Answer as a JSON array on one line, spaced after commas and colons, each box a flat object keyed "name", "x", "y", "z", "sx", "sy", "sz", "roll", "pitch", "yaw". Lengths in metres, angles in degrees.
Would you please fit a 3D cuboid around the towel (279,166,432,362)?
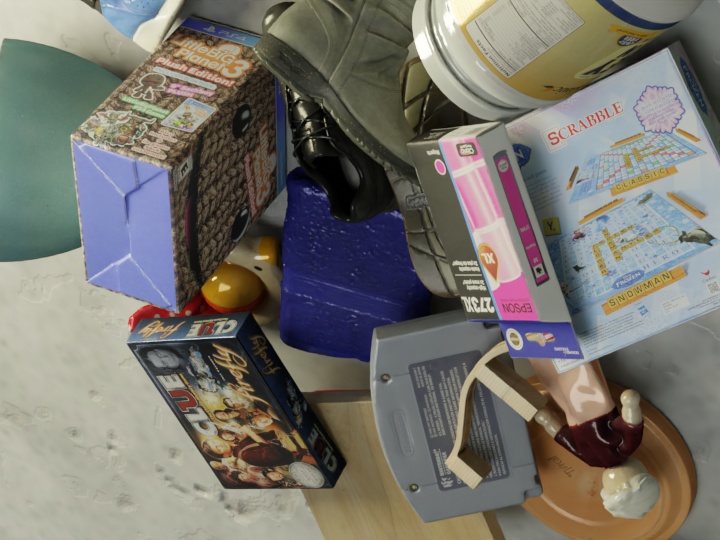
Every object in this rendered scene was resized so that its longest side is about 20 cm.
[{"name": "towel", "x": 0.000, "y": 0.000, "z": 1.826, "sx": 0.147, "sy": 0.050, "sz": 0.201, "roll": 15, "pitch": 132, "yaw": 13}]

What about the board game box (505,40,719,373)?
[{"name": "board game box", "x": 0.202, "y": -0.047, "z": 1.577, "sx": 0.199, "sy": 0.041, "sz": 0.200, "roll": -24, "pitch": 94, "yaw": 27}]

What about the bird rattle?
[{"name": "bird rattle", "x": -0.145, "y": 0.017, "z": 1.898, "sx": 0.162, "sy": 0.113, "sz": 0.201, "roll": 5, "pitch": 133, "yaw": 9}]

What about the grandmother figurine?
[{"name": "grandmother figurine", "x": 0.204, "y": 0.125, "z": 1.753, "sx": 0.121, "sy": 0.060, "sz": 0.201, "roll": -15, "pitch": 102, "yaw": 61}]

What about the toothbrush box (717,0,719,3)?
[{"name": "toothbrush box", "x": 0.373, "y": -0.164, "z": 1.416, "sx": 0.145, "sy": 0.086, "sz": 0.200, "roll": -26, "pitch": 107, "yaw": 43}]

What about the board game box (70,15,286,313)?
[{"name": "board game box", "x": -0.151, "y": -0.092, "z": 1.732, "sx": 0.096, "sy": 0.200, "sz": 0.160, "roll": 17, "pitch": 133, "yaw": 19}]

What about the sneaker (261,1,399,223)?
[{"name": "sneaker", "x": -0.028, "y": -0.131, "z": 1.687, "sx": 0.076, "sy": 0.091, "sz": 0.201, "roll": -27, "pitch": 94, "yaw": 36}]

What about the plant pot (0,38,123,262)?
[{"name": "plant pot", "x": -0.257, "y": -0.105, "z": 1.821, "sx": 0.134, "sy": 0.201, "sz": 0.201, "roll": 2, "pitch": 132, "yaw": -5}]

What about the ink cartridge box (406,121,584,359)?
[{"name": "ink cartridge box", "x": 0.105, "y": -0.016, "z": 1.580, "sx": 0.095, "sy": 0.037, "sz": 0.201, "roll": -2, "pitch": 114, "yaw": 56}]

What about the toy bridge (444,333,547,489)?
[{"name": "toy bridge", "x": 0.128, "y": 0.099, "z": 1.735, "sx": 0.067, "sy": 0.027, "sz": 0.200, "roll": 40, "pitch": 123, "yaw": 9}]

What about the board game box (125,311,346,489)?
[{"name": "board game box", "x": -0.115, "y": 0.125, "z": 1.889, "sx": 0.135, "sy": 0.035, "sz": 0.200, "roll": -5, "pitch": 130, "yaw": 36}]

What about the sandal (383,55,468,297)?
[{"name": "sandal", "x": 0.067, "y": -0.079, "z": 1.682, "sx": 0.081, "sy": 0.055, "sz": 0.201, "roll": -12, "pitch": 94, "yaw": 23}]

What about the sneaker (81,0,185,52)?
[{"name": "sneaker", "x": -0.183, "y": -0.275, "z": 1.691, "sx": 0.111, "sy": 0.077, "sz": 0.200, "roll": 31, "pitch": 143, "yaw": -6}]

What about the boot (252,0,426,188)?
[{"name": "boot", "x": 0.023, "y": -0.165, "z": 1.619, "sx": 0.200, "sy": 0.131, "sz": 0.068, "roll": 41, "pitch": 180, "yaw": -6}]

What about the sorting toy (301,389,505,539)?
[{"name": "sorting toy", "x": 0.035, "y": 0.185, "z": 1.934, "sx": 0.198, "sy": 0.070, "sz": 0.201, "roll": -4, "pitch": 122, "yaw": 35}]

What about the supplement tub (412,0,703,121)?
[{"name": "supplement tub", "x": 0.145, "y": -0.208, "z": 1.485, "sx": 0.144, "sy": 0.145, "sz": 0.200, "roll": 47, "pitch": 136, "yaw": -9}]

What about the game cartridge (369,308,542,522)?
[{"name": "game cartridge", "x": 0.080, "y": 0.128, "z": 1.798, "sx": 0.132, "sy": 0.041, "sz": 0.201, "roll": -13, "pitch": 116, "yaw": 2}]

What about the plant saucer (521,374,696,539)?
[{"name": "plant saucer", "x": 0.208, "y": 0.180, "z": 1.846, "sx": 0.199, "sy": 0.032, "sz": 0.201, "roll": 18, "pitch": 132, "yaw": 21}]
